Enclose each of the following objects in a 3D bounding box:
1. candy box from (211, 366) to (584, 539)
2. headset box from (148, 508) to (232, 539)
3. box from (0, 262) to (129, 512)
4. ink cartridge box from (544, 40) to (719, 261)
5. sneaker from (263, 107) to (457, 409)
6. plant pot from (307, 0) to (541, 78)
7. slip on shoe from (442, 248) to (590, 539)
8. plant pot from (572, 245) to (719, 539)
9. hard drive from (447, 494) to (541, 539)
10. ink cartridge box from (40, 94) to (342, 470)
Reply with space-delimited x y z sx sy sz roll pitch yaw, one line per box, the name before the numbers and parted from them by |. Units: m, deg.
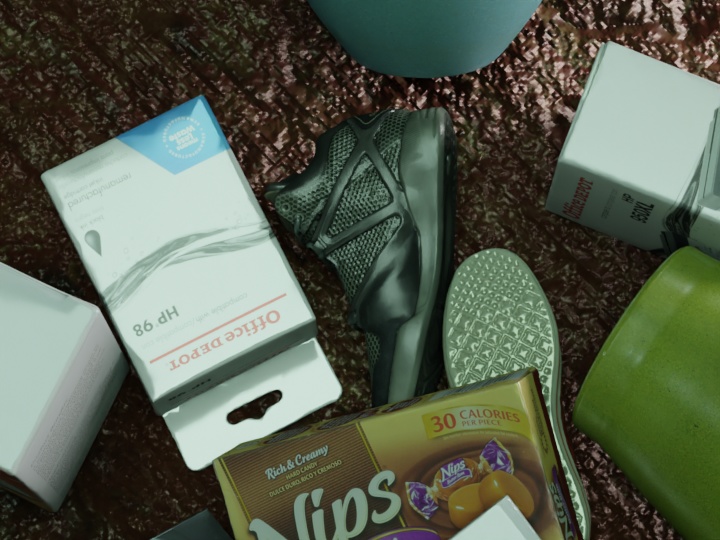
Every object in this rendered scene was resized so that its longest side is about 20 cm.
candy box | 0.023 0.139 1.513 0.199 0.056 0.118 -15 92 16
headset box | -0.113 0.257 1.460 0.174 0.093 0.200 -27 67 -37
box | -0.232 0.055 1.497 0.152 0.200 0.107 26 80 6
ink cartridge box | 0.219 -0.051 1.547 0.199 0.145 0.085 22 80 5
sneaker | 0.000 0.000 1.576 0.113 0.076 0.201 0 87 14
plant pot | 0.040 -0.198 1.570 0.198 0.200 0.136 -2 115 -1
slip on shoe | 0.096 0.086 1.562 0.074 0.061 0.201 -15 82 2
plant pot | 0.236 0.089 1.506 0.192 0.200 0.201 33 80 15
hard drive | 0.091 0.248 1.447 0.132 0.025 0.200 -37 86 -1
ink cartridge box | -0.101 0.009 1.574 0.115 0.067 0.201 -27 80 -6
